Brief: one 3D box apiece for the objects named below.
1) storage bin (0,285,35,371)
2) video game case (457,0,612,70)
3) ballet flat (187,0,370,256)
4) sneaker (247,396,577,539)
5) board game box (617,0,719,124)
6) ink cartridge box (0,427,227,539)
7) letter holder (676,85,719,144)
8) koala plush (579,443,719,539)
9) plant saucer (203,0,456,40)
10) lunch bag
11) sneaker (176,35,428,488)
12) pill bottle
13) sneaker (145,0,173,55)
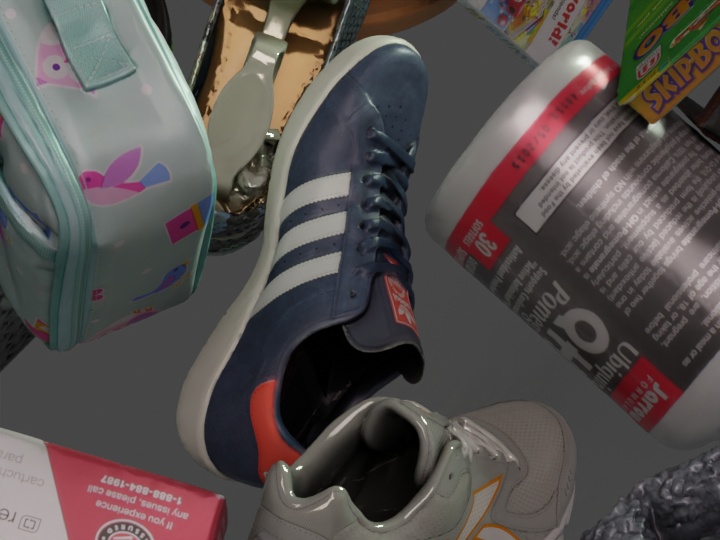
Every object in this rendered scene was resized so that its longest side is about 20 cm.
[{"bbox_3d":[-0.197,-0.064,0.864,0.200,0.094,0.135,41,70,9],"label":"storage bin"},{"bbox_3d":[0.059,-0.201,0.905,0.200,0.018,0.144,38,85,-28],"label":"video game case"},{"bbox_3d":[-0.035,-0.103,0.890,0.074,0.074,0.202,16,83,-2],"label":"ballet flat"},{"bbox_3d":[0.029,0.083,0.804,0.075,0.093,0.199,28,34,27],"label":"sneaker"},{"bbox_3d":[0.155,-0.132,0.882,0.030,0.095,0.200,42,27,-9],"label":"board game box"},{"bbox_3d":[-0.147,0.168,0.788,0.146,0.086,0.202,16,67,-2],"label":"ink cartridge box"},{"bbox_3d":[0.246,-0.063,0.921,0.199,0.142,0.101,32,100,-8],"label":"letter holder"},{"bbox_3d":[0.148,0.172,0.743,0.182,0.200,0.179,-21,105,5],"label":"koala plush"},{"bbox_3d":[-0.017,-0.206,0.973,0.198,0.038,0.202,3,68,-7],"label":"plant saucer"},{"bbox_3d":[-0.125,-0.082,0.745,0.077,0.161,0.201,-25,75,-16],"label":"lunch bag"},{"bbox_3d":[0.000,0.000,0.854,0.084,0.075,0.202,14,80,40],"label":"sneaker"},{"bbox_3d":[0.133,0.005,0.874,0.200,0.111,0.111,42,70,9],"label":"pill bottle"},{"bbox_3d":[-0.138,-0.172,0.918,0.076,0.084,0.202,-18,73,-13],"label":"sneaker"}]
